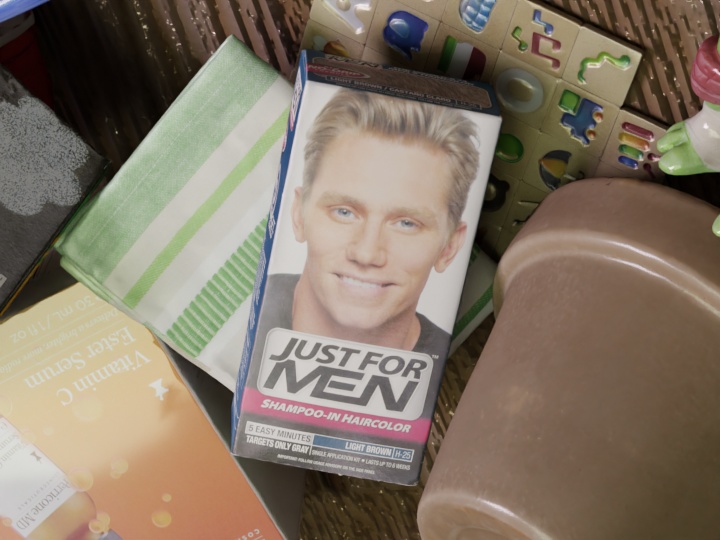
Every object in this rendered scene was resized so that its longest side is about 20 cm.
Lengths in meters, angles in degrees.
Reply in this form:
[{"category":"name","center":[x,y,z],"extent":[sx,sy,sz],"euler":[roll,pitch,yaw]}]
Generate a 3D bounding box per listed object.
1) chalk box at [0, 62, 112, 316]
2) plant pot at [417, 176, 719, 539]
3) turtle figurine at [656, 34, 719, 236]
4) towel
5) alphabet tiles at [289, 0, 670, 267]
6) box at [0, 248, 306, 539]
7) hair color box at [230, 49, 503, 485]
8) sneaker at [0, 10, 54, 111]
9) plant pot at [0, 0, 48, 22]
[{"category":"chalk box","center":[-0.244,-0.008,1.149],"extent":[0.124,0.200,0.124],"euler":[42,151,-14]},{"category":"plant pot","center":[0.117,0.083,1.090],"extent":[0.200,0.175,0.201],"euler":[31,151,20]},{"category":"turtle figurine","center":[0.149,-0.102,0.983],"extent":[0.144,0.200,0.195],"euler":[25,137,28]},{"category":"towel","center":[-0.038,-0.004,1.181],"extent":[0.200,0.023,0.153],"euler":[39,105,-15]},{"category":"alphabet tiles","center":[0.057,-0.074,1.160],"extent":[0.199,0.006,0.167],"euler":[26,131,9]},{"category":"box","center":[-0.144,0.089,1.281],"extent":[0.152,0.106,0.200],"euler":[-28,108,12]},{"category":"hair color box","center":[0.000,0.000,1.140],"extent":[0.100,0.061,0.201],"euler":[10,109,-6]},{"category":"sneaker","center":[-0.190,-0.162,1.188],"extent":[0.112,0.071,0.201],"euler":[-12,113,37]},{"category":"plant pot","center":[-0.178,-0.244,1.010],"extent":[0.199,0.181,0.200],"euler":[-23,151,24]}]
